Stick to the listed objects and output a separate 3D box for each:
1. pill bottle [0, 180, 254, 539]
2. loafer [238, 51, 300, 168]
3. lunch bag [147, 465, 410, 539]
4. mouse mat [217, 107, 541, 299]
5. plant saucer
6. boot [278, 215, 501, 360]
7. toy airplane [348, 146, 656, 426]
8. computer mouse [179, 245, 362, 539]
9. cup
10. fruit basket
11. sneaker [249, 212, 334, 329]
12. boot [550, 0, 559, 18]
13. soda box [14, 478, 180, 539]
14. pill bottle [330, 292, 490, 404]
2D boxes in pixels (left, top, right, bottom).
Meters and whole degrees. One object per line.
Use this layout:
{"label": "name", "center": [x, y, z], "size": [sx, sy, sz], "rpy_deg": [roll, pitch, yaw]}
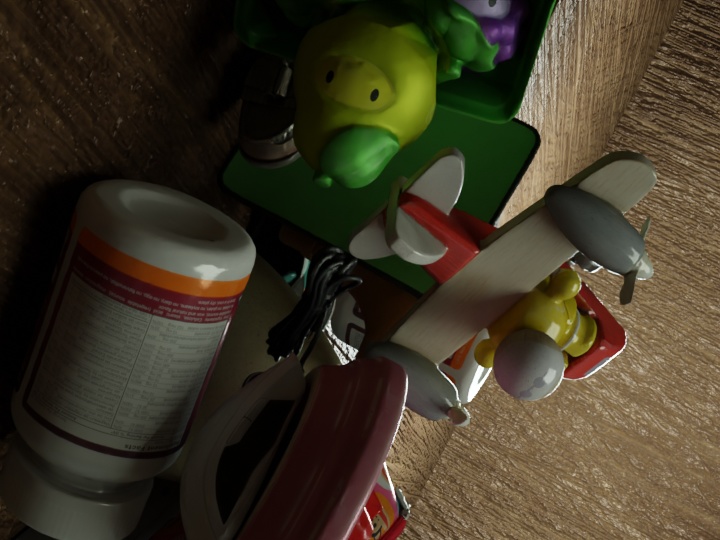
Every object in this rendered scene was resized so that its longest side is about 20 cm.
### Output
{"label": "pill bottle", "center": [-0.146, 0.056, 0.788], "size": [0.201, 0.109, 0.109], "rpy_deg": [-67, 165, 17]}
{"label": "loafer", "center": [-0.037, -0.163, 0.922], "size": [0.063, 0.071, 0.201], "rpy_deg": [75, 35, -50]}
{"label": "lunch bag", "center": [-0.061, 0.204, 0.966], "size": [0.200, 0.175, 0.082], "rpy_deg": [-35, 106, -45]}
{"label": "mouse mat", "center": [0.014, -0.082, 0.955], "size": [0.161, 0.199, 0.008], "rpy_deg": [-57, 165, -18]}
{"label": "plant saucer", "center": [-0.042, 0.136, 0.793], "size": [0.201, 0.051, 0.201], "rpy_deg": [-58, -174, 10]}
{"label": "boot", "center": [0.000, 0.000, 0.981], "size": [0.201, 0.154, 0.074], "rpy_deg": [-59, 155, -24]}
{"label": "toy airplane", "center": [0.089, 0.017, 0.831], "size": [0.201, 0.198, 0.142], "rpy_deg": [88, -9, -48]}
{"label": "computer mouse", "center": [-0.064, 0.081, 0.787], "size": [0.110, 0.044, 0.201], "rpy_deg": [-48, -167, 55]}
{"label": "cup", "center": [-0.097, 0.084, 0.980], "size": [0.201, 0.143, 0.201], "rpy_deg": [-57, 166, -23]}
{"label": "fruit basket", "center": [0.014, -0.157, 0.818], "size": [0.216, 0.215, 0.156], "rpy_deg": [-48, 160, -45]}
{"label": "sneaker", "center": [-0.066, 0.001, 1.103], "size": [0.080, 0.071, 0.201], "rpy_deg": [-48, 152, -44]}
{"label": "boot", "center": [0.056, -0.176, 1.026], "size": [0.201, 0.155, 0.077], "rpy_deg": [-60, 164, -13]}
{"label": "soda box", "center": [-0.197, 0.206, 0.997], "size": [0.200, 0.068, 0.064], "rpy_deg": [-41, 153, -57]}
{"label": "pill bottle", "center": [0.040, 0.039, 1.272], "size": [0.110, 0.199, 0.110], "rpy_deg": [-56, 164, -24]}
